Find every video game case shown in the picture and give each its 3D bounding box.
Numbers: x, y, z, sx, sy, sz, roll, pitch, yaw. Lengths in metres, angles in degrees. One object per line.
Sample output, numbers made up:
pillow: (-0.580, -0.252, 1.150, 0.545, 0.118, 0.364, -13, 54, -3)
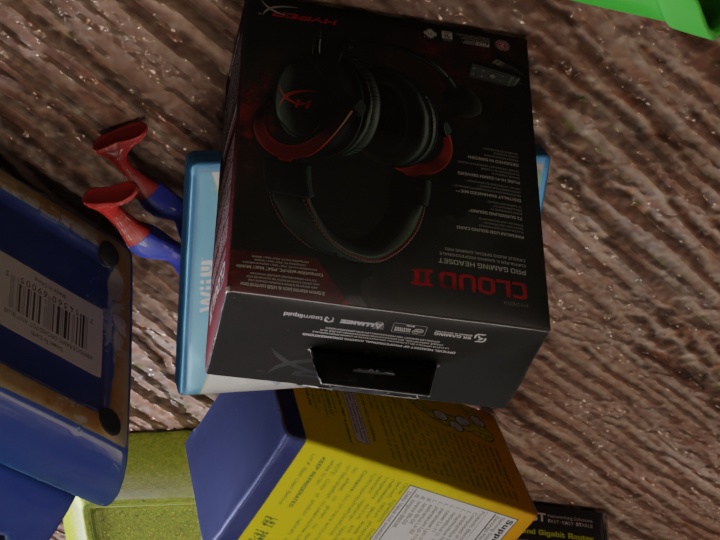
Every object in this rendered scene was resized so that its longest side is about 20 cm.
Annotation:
video game case: (0.000, 0.000, 0.823, 0.199, 0.018, 0.144, -2, 120, -16)

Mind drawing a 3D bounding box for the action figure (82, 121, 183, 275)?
action figure: (-0.063, -0.007, 0.855, 0.099, 0.065, 0.200, -11, 143, 22)

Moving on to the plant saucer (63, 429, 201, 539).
plant saucer: (-0.124, 0.217, 1.102, 0.199, 0.048, 0.200, -3, 112, 4)

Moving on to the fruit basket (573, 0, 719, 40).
fruit basket: (0.129, -0.201, 0.529, 0.215, 0.156, 0.216, 15, 153, 8)

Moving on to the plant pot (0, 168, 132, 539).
plant pot: (-0.238, 0.051, 0.833, 0.180, 0.200, 0.200, -29, 137, 27)

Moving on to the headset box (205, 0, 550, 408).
headset box: (0.007, -0.026, 0.712, 0.148, 0.200, 0.075, 8, 144, -9)

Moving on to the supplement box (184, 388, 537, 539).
supplement box: (-0.001, 0.140, 1.000, 0.200, 0.110, 0.109, 22, 117, -27)

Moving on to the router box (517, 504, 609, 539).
router box: (0.085, 0.244, 1.210, 0.199, 0.062, 0.150, 8, 143, -10)
